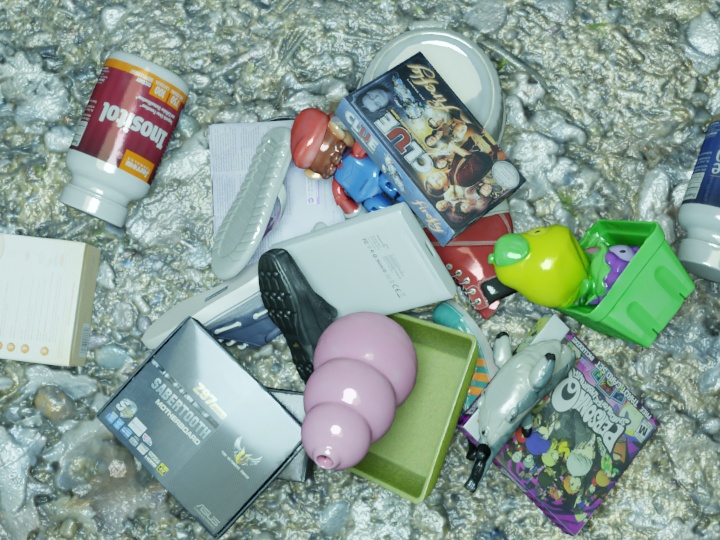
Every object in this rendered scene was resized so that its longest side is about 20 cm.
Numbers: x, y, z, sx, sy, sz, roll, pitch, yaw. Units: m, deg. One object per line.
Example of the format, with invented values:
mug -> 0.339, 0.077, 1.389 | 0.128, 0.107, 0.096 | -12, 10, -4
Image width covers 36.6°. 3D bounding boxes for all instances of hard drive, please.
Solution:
hard drive -> 0.000, 0.000, 1.305 | 0.198, 0.027, 0.133 | -16, 121, 33

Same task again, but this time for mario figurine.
mario figurine -> 0.004, -0.128, 1.310 | 0.199, 0.106, 0.124 | 39, 81, 8

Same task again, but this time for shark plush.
shark plush -> 0.184, 0.167, 1.251 | 0.090, 0.083, 0.202 | 7, 68, 45

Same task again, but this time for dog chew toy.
dog chew toy -> -0.009, 0.140, 1.223 | 0.123, 0.125, 0.201 | 22, 43, 4

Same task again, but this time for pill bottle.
pill bottle -> 0.457, -0.092, 1.334 | 0.110, 0.111, 0.202 | 20, 85, 4
pill bottle -> -0.301, -0.163, 1.371 | 0.112, 0.113, 0.202 | 21, 86, 4

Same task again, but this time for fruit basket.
fruit basket -> 0.261, -0.007, 1.288 | 0.215, 0.216, 0.156 | 39, 87, 5

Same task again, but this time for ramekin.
ramekin -> 0.088, -0.207, 1.364 | 0.197, 0.105, 0.203 | 0, 85, 2

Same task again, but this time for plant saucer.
plant saucer -> 0.055, 0.160, 1.314 | 0.048, 0.199, 0.202 | 24, 84, -39

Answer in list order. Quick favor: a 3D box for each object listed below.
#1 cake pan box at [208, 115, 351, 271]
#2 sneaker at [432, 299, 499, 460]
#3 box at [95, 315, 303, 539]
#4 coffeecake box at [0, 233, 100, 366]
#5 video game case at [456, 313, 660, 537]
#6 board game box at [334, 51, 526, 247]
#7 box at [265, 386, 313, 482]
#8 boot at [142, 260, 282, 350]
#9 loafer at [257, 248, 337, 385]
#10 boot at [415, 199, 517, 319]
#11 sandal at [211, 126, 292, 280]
cake pan box -> -0.098, -0.098, 1.389 | 0.181, 0.052, 0.203 | -4, 84, 0
sneaker -> 0.126, 0.137, 1.338 | 0.079, 0.071, 0.202 | -23, 85, -17
box -> -0.176, 0.177, 1.239 | 0.200, 0.051, 0.158 | 44, 86, 5
coffeecake box -> -0.444, 0.034, 1.377 | 0.197, 0.073, 0.156 | 7, 85, 3
video game case -> 0.241, 0.185, 1.316 | 0.200, 0.036, 0.182 | 45, 77, -9
board game box -> 0.082, -0.143, 1.257 | 0.135, 0.035, 0.201 | -36, 83, -32
box -> -0.153, 0.190, 1.324 | 0.197, 0.122, 0.108 | 7, 84, 3
boot -> -0.173, 0.072, 1.365 | 0.198, 0.073, 0.091 | -27, 114, 19
loafer -> -0.064, 0.057, 1.318 | 0.070, 0.068, 0.202 | -40, 117, -35
boot -> 0.102, -0.002, 1.362 | 0.197, 0.072, 0.146 | -11, 85, -2
sandal -> -0.119, -0.077, 1.336 | 0.050, 0.082, 0.205 | 28, 83, -38
